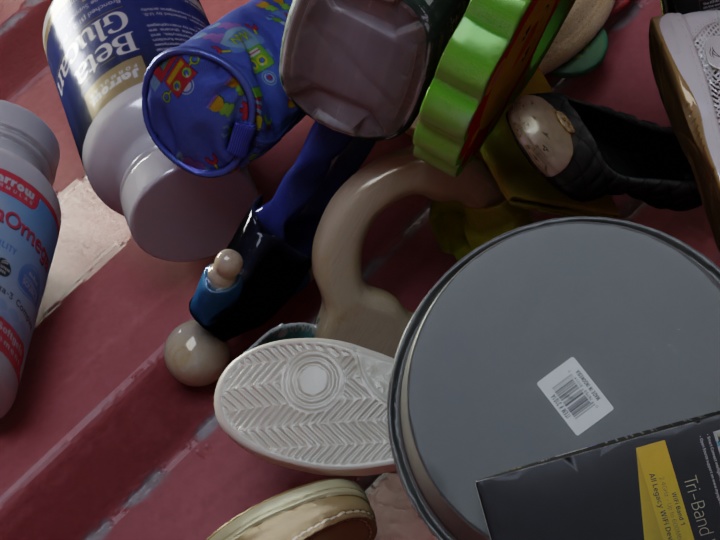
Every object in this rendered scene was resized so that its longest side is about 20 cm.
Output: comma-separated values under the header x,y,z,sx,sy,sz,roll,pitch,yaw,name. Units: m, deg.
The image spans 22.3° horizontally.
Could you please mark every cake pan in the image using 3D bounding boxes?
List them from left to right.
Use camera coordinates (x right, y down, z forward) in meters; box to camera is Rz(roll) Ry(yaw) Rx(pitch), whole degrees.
x,y,z,sx,sy,sz,roll,pitch,yaw,name
0.110,0.064,0.910,0.200,0.037,0.201,-3,74,9,cake pan

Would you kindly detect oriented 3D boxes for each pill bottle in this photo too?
x,y,z,sx,sy,sz,roll,pitch,yaw,name
-0.247,-0.007,1.130,0.108,0.109,0.200,-4,51,14,pill bottle
-0.132,-0.102,1.172,0.111,0.111,0.200,-23,48,-3,pill bottle

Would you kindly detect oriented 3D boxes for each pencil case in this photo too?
x,y,z,sx,sy,sz,roll,pitch,yaw,name
-0.047,-0.124,1.104,0.087,0.078,0.200,29,36,16,pencil case

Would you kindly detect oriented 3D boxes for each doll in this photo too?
x,y,z,sx,sy,sz,roll,pitch,yaw,name
-0.049,-0.015,1.069,0.048,0.136,0.200,37,100,18,doll

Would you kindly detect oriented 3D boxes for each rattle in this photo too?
x,y,z,sx,sy,sz,roll,pitch,yaw,name
0.000,0.000,1.079,0.200,0.130,0.143,-48,37,10,rattle

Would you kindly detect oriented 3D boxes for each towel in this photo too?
x,y,z,sx,sy,sz,roll,pitch,yaw,name
0.081,-0.103,1.081,0.086,0.018,0.200,8,42,-34,towel

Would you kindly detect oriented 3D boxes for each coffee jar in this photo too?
x,y,z,sx,sy,sz,roll,pitch,yaw,name
0.029,-0.167,1.023,0.085,0.104,0.200,24,42,6,coffee jar

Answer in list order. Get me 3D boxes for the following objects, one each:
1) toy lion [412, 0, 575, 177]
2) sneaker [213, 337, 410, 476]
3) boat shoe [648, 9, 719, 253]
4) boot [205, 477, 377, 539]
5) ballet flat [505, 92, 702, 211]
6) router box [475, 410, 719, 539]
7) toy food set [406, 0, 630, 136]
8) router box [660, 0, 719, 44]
x,y,z,sx,sy,sz,roll,pitch,yaw,name
0.087,-0.139,0.986,0.069,0.200,0.192,28,92,8,toy lion
0.023,0.083,0.984,0.199,0.085,0.075,5,73,11,sneaker
0.212,-0.061,0.969,0.069,0.071,0.200,-15,64,1,boat shoe
-0.048,0.209,0.912,0.200,0.073,0.155,-33,49,-10,boot
0.145,-0.073,1.021,0.057,0.200,0.067,-33,67,31,ballet flat
0.154,0.171,0.832,0.157,0.052,0.201,-15,82,4,router box
0.081,-0.180,1.217,0.198,0.049,0.200,-29,49,-8,toy food set
0.277,-0.156,1.069,0.199,0.150,0.062,-14,48,5,router box
